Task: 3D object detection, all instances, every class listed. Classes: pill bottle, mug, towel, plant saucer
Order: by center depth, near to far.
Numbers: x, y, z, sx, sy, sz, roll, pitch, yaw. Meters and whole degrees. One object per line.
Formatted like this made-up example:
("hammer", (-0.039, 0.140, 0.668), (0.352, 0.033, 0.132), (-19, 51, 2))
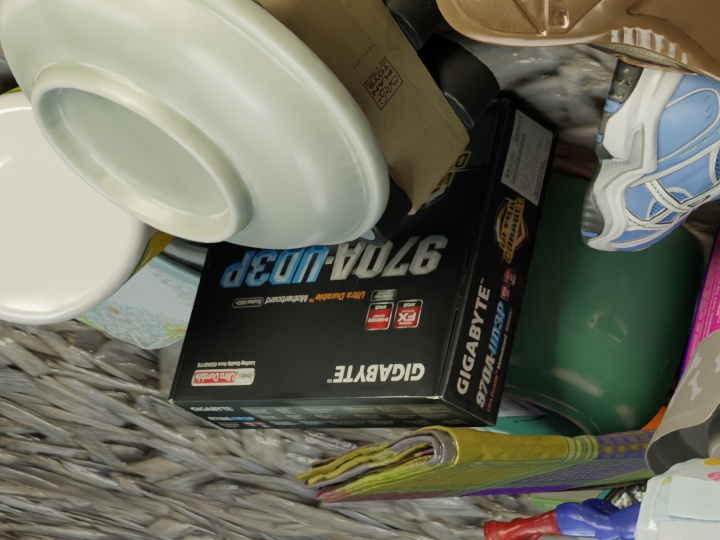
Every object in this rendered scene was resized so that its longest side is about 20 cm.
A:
("plant saucer", (-0.084, -0.064, 1.128), (0.200, 0.050, 0.200), (27, 156, 13))
("towel", (0.085, 0.094, 1.321), (0.200, 0.023, 0.144), (0, 167, -30))
("pill bottle", (-0.145, -0.045, 1.336), (0.113, 0.113, 0.200), (16, -168, 3))
("mug", (0.099, 0.035, 1.431), (0.152, 0.115, 0.185), (14, 160, 10))
("towel", (-0.161, -0.020, 1.540), (0.200, 0.048, 0.171), (27, 159, -21))

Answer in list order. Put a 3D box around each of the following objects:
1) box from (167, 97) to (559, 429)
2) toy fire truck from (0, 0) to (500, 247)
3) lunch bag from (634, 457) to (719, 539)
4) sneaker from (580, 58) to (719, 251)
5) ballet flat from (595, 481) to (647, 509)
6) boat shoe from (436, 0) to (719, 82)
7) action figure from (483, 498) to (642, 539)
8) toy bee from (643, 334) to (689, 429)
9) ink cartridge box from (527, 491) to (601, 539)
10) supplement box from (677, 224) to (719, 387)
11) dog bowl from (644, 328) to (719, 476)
("box", (0.000, 0.000, 1.351), (0.200, 0.159, 0.046), (-3, 156, 45))
("toy fire truck", (-0.066, -0.105, 1.221), (0.200, 0.129, 0.176), (28, 165, 37))
("lunch bag", (0.231, 0.151, 1.153), (0.169, 0.127, 0.200), (-3, 147, 37))
("sneaker", (0.147, -0.051, 1.216), (0.077, 0.076, 0.200), (14, 165, 6))
("ballet flat", (0.197, 0.089, 1.419), (0.075, 0.200, 0.068), (44, -150, 21))
("boat shoe", (0.133, -0.114, 1.094), (0.200, 0.072, 0.072), (5, -171, 10))
("action figure", (0.173, 0.152, 1.378), (0.200, 0.099, 0.065), (-19, 171, 25))
("toy bee", (0.247, 0.089, 1.501), (0.200, 0.109, 0.131), (43, 158, 18))
("ink cartridge box", (0.215, 0.165, 1.763), (0.117, 0.067, 0.200), (2, 155, 37))
("supplement box", (0.236, 0.008, 1.264), (0.101, 0.103, 0.200), (18, 162, -6))
("dog bowl", (0.235, 0.081, 1.226), (0.200, 0.059, 0.200), (14, 160, 5))
